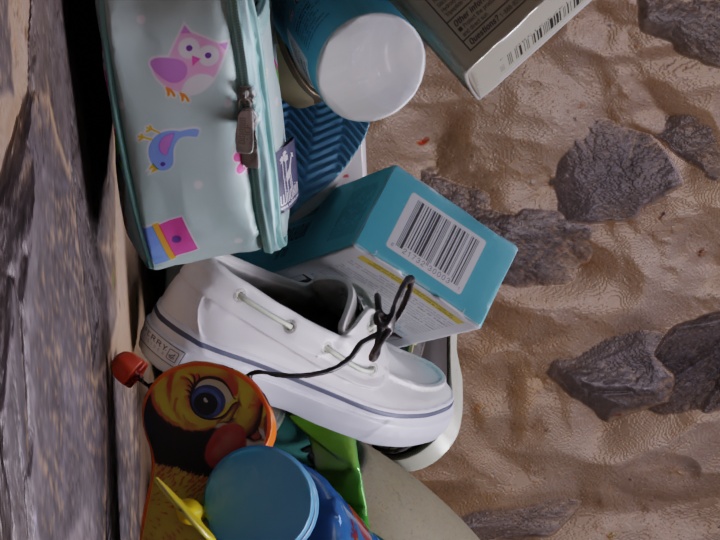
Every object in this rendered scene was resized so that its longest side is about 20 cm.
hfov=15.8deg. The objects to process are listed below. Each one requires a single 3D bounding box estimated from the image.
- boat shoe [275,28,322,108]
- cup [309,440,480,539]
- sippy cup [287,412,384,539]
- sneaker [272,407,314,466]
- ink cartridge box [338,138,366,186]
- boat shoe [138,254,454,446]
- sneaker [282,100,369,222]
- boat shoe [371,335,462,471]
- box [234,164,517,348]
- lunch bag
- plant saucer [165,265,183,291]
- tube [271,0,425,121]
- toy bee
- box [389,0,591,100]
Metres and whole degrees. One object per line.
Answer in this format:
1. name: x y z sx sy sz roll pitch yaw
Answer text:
1. boat shoe: 0.012 -0.151 1.340 0.075 0.068 0.200 56 32 -21
2. cup: -0.016 0.179 1.451 0.200 0.199 0.144 -93 162 -69
3. sippy cup: -0.042 0.161 1.287 0.131 0.139 0.178 67 -1 -55
4. sneaker: -0.044 0.077 1.445 0.200 0.079 0.072 177 -70 -76
5. ink cartridge box: -0.054 -0.081 1.592 0.200 0.115 0.068 -94 -179 -70
6. boat shoe: -0.016 0.037 1.287 0.074 0.199 0.067 42 -71 41
7. sneaker: -0.040 -0.088 1.382 0.201 0.076 0.081 -82 -166 -47
8. boat shoe: 0.018 0.021 1.514 0.061 0.071 0.202 41 30 -37
9. box: 0.000 0.000 1.364 0.049 0.082 0.200 -62 -163 -17
10. lunch bag: -0.074 -0.106 1.123 0.200 0.076 0.161 -103 -172 -58
11. plant saucer: -0.089 -0.020 1.375 0.200 0.027 0.202 180 -90 -87
12. tube: -0.025 -0.130 1.199 0.200 0.050 0.078 -125 -149 -58
13. toy bee: -0.066 0.085 1.122 0.131 0.108 0.201 103 10 -63
14. box: 0.019 -0.185 1.178 0.200 0.095 0.078 50 2 9
